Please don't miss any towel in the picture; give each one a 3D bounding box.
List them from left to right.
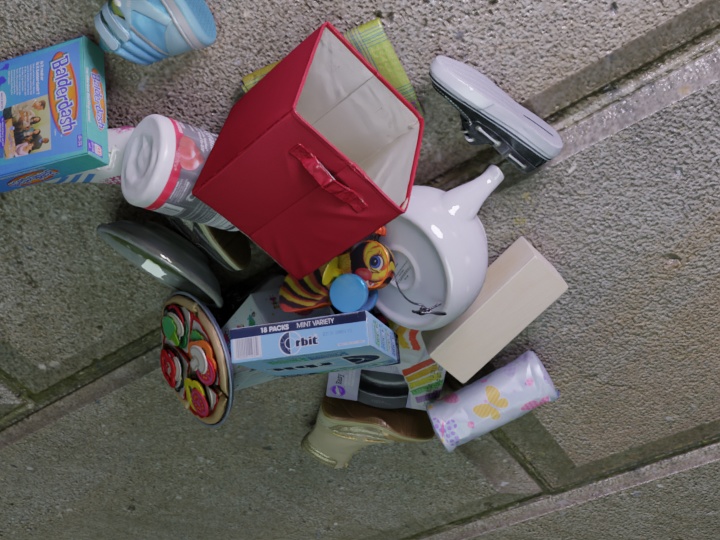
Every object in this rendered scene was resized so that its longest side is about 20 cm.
[{"bbox_3d":[-0.036,-0.211,1.013,0.198,0.023,0.144,-19,124,20],"label":"towel"}]

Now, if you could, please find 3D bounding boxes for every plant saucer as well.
[{"bbox_3d":[-0.266,-0.020,1.143,0.199,0.050,0.200,28,165,9],"label":"plant saucer"}]

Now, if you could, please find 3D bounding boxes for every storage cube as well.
[{"bbox_3d":[-0.054,-0.132,0.944,0.171,0.201,0.179,39,130,-25],"label":"storage cube"}]

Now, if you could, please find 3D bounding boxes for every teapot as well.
[{"bbox_3d":[0.093,-0.026,1.078,0.199,0.146,0.199,5,116,43],"label":"teapot"}]

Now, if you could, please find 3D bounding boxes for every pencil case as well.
[{"bbox_3d":[0.198,0.199,1.257,0.199,0.091,0.084,-28,85,6],"label":"pencil case"}]

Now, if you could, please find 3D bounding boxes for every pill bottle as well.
[{"bbox_3d":[-0.184,-0.112,1.023,0.199,0.111,0.111,14,136,-40],"label":"pill bottle"}]

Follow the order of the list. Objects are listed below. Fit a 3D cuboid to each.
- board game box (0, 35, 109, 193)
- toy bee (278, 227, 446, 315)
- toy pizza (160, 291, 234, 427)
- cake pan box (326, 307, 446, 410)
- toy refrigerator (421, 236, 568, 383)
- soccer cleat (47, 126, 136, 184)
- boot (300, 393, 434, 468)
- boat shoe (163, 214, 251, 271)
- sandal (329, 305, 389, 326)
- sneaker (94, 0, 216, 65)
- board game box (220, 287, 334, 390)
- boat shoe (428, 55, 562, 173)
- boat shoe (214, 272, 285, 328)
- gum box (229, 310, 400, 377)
[{"bbox_3d":[-0.403,-0.182,1.001,0.198,0.154,0.045,-11,165,16],"label":"board game box"},{"bbox_3d":[0.000,0.000,1.014,0.198,0.131,0.110,1,86,-6],"label":"toy bee"},{"bbox_3d":[-0.244,0.130,1.181,0.032,0.200,0.201,-15,143,-37],"label":"toy pizza"},{"bbox_3d":[0.043,0.129,1.269,0.182,0.053,0.201,10,130,1],"label":"cake pan box"},{"bbox_3d":[0.182,0.054,1.147,0.076,0.070,0.200,38,106,-23],"label":"toy refrigerator"},{"bbox_3d":[-0.352,-0.140,1.045,0.198,0.086,0.071,-4,97,20],"label":"soccer cleat"},{"bbox_3d":[0.010,0.276,1.382,0.198,0.073,0.156,11,137,-16],"label":"boot"},{"bbox_3d":[-0.226,-0.077,1.122,0.064,0.073,0.201,-23,114,30],"label":"boat shoe"},{"bbox_3d":[0.007,0.072,1.156,0.074,0.045,0.201,3,147,18],"label":"sandal"},{"bbox_3d":[-0.264,-0.314,0.918,0.130,0.080,0.201,-19,124,19],"label":"sneaker"},{"bbox_3d":[-0.133,0.099,1.194,0.147,0.065,0.200,-12,156,-44],"label":"board game box"},{"bbox_3d":[0.152,-0.176,0.986,0.199,0.072,0.071,31,122,-21],"label":"boat shoe"},{"bbox_3d":[-0.179,0.054,1.228,0.066,0.070,0.200,54,130,11],"label":"boat shoe"},{"bbox_3d":[-0.050,0.098,1.045,0.168,0.045,0.200,-9,167,11],"label":"gum box"}]
